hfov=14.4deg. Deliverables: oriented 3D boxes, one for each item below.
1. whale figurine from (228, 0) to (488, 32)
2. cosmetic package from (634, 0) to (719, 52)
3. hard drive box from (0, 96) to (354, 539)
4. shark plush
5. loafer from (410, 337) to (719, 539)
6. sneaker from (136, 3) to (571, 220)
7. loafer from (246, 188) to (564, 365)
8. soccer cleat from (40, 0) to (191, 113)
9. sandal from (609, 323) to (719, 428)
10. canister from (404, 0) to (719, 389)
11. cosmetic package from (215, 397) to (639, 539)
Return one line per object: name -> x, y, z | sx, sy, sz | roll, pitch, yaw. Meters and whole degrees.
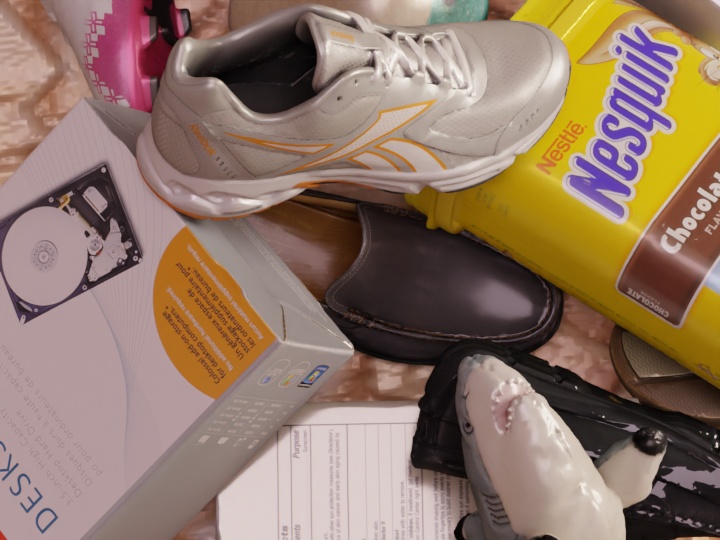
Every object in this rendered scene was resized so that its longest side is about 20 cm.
whale figurine -> 0.006, -0.164, 1.365 | 0.104, 0.159, 0.200 | 9, 74, -37
cosmetic package -> 0.132, -0.203, 1.382 | 0.200, 0.085, 0.108 | 41, 75, 5
hard drive box -> -0.129, 0.048, 1.298 | 0.200, 0.077, 0.156 | -47, 69, 15
shark plush -> 0.078, 0.120, 1.251 | 0.083, 0.200, 0.091 | 28, 62, 25
loafer -> 0.120, 0.094, 1.280 | 0.200, 0.068, 0.070 | 21, 99, 1
sneaker -> 0.003, -0.080, 1.237 | 0.200, 0.092, 0.076 | -14, 61, -17
loafer -> 0.000, 0.000, 1.358 | 0.200, 0.072, 0.073 | 10, 80, 1
soccer cleat -> -0.135, -0.148, 1.391 | 0.086, 0.070, 0.200 | -9, 78, 14
sandal -> 0.216, 0.042, 1.364 | 0.200, 0.054, 0.080 | -9, 57, -16
canister -> 0.144, -0.040, 1.328 | 0.200, 0.087, 0.149 | 32, 60, 15
cosmetic package -> 0.031, 0.114, 1.340 | 0.200, 0.071, 0.105 | 1, 80, -1
